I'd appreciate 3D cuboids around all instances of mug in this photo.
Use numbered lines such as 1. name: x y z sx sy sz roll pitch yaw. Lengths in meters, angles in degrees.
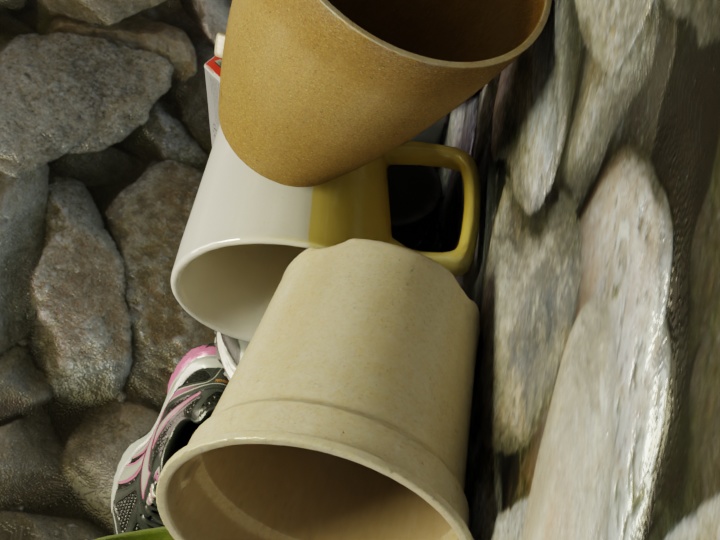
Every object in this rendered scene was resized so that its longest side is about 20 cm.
1. mug: -0.028 -0.042 1.681 0.149 0.186 0.153 -45 34 53

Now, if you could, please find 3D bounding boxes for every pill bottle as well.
1. pill bottle: 0.000 0.000 1.834 0.200 0.112 0.112 104 171 -48

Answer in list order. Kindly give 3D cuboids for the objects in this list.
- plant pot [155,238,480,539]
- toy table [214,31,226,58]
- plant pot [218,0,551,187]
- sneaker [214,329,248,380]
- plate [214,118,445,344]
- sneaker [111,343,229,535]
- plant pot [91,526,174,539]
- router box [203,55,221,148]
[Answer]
1. plant pot: -0.007 0.090 1.548 0.201 0.200 0.184 106 -179 -54
2. toy table: -0.017 -0.175 1.963 0.184 0.117 0.200 6 -79 -61
3. plant pot: -0.008 -0.146 1.541 0.200 0.186 0.187 129 152 -49
4. sneaker: -0.025 0.087 1.794 0.074 0.200 0.079 -5 -49 -57
5. plate: -0.031 -0.033 1.906 0.032 0.199 0.200 46 146 25
6. sneaker: -0.139 0.153 1.853 0.086 0.080 0.200 -90 17 -61
7. plant pot: -0.096 0.273 1.680 0.200 0.200 0.190 -176 80 -84
8. router box: -0.050 -0.165 2.153 0.179 0.049 0.200 -39 -20 -17
